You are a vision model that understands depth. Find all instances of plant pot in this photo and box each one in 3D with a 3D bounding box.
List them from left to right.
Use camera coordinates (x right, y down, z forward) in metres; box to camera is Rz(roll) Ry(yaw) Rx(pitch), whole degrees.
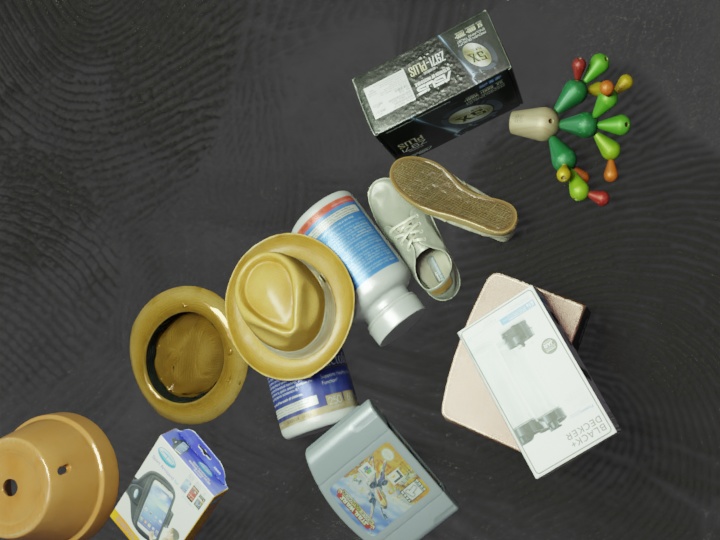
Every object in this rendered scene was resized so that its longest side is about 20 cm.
[{"bbox_3d":[-0.474,0.313,1.416,0.195,0.140,0.205,-2,84,15],"label":"plant pot"}]

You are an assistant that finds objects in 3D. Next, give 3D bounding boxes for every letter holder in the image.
[{"bbox_3d":[0.201,0.121,1.270,0.140,0.100,0.204,20,89,19],"label":"letter holder"}]

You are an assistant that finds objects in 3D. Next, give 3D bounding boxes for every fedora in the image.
[{"bbox_3d":[-0.235,0.117,1.384,0.196,0.082,0.206,3,98,19],"label":"fedora"},{"bbox_3d":[-0.104,0.040,1.256,0.196,0.082,0.205,-5,74,18],"label":"fedora"}]

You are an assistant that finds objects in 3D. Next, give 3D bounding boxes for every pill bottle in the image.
[{"bbox_3d":[-0.079,0.121,1.339,0.114,0.116,0.204,-20,79,12],"label":"pill bottle"},{"bbox_3d":[0.000,0.000,1.333,0.112,0.112,0.201,-39,74,8],"label":"pill bottle"}]

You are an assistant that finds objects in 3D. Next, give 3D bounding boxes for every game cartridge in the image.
[{"bbox_3d":[0.024,0.286,1.287,0.133,0.042,0.201,-40,104,4],"label":"game cartridge"}]

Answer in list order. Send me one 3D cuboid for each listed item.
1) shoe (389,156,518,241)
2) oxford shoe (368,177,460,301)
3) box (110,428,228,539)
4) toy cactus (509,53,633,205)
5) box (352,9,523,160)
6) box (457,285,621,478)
[{"bbox_3d":[0.127,-0.094,1.339,0.198,0.053,0.071,29,81,18],"label":"shoe"},{"bbox_3d":[0.074,-0.049,1.347,0.075,0.058,0.202,-34,74,12],"label":"oxford shoe"},{"bbox_3d":[-0.270,0.323,1.376,0.119,0.041,0.202,42,117,17],"label":"box"},{"bbox_3d":[0.279,-0.193,1.296,0.162,0.102,0.205,6,94,26],"label":"toy cactus"},{"bbox_3d":[0.108,-0.241,1.305,0.197,0.164,0.088,-25,78,10],"label":"box"},{"bbox_3d":[0.218,0.135,1.178,0.115,0.060,0.203,-31,74,13],"label":"box"}]
